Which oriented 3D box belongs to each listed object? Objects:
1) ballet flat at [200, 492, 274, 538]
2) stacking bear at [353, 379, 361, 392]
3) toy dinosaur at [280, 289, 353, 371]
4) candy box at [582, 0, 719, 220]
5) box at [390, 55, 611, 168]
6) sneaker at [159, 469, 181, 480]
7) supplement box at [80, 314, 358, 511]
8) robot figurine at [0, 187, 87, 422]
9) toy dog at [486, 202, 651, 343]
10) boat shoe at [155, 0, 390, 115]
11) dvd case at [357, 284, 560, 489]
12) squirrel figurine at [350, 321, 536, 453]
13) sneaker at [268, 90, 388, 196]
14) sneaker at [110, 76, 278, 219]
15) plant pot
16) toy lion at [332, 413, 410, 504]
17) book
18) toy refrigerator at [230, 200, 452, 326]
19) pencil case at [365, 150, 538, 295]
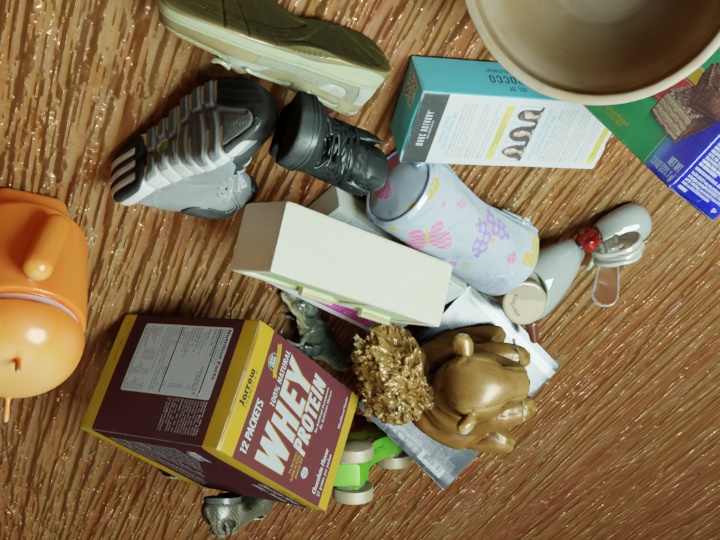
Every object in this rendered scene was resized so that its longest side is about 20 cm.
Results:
[{"bbox_3d":[-0.147,0.290,1.096,0.066,0.047,0.200,-2,168,4],"label":"ballet flat"},{"bbox_3d":[0.092,0.128,1.122,0.198,0.115,0.122,8,139,-18],"label":"stacking bear"},{"bbox_3d":[-0.064,0.090,1.076,0.087,0.048,0.200,-25,145,6],"label":"toy dinosaur"},{"bbox_3d":[0.273,-0.172,0.696,0.077,0.170,0.200,23,116,-40],"label":"candy box"},{"bbox_3d":[0.133,-0.140,0.829,0.197,0.050,0.083,1,140,-17],"label":"box"},{"bbox_3d":[-0.180,0.248,1.156,0.199,0.077,0.089,5,150,45],"label":"sneaker"},{"bbox_3d":[-0.146,0.152,0.989,0.198,0.134,0.197,1,152,35],"label":"supplement box"},{"bbox_3d":[-0.294,0.022,0.790,0.142,0.202,0.117,-21,143,12],"label":"robot figurine"},{"bbox_3d":[0.231,0.013,1.005,0.198,0.132,0.097,-19,114,23],"label":"toy dog"},{"bbox_3d":[-0.070,-0.170,0.718,0.199,0.074,0.063,7,136,-36],"label":"boat shoe"},{"bbox_3d":[0.114,0.131,1.064,0.149,0.016,0.200,44,90,-8],"label":"dvd case"},{"bbox_3d":[0.086,0.122,0.952,0.197,0.144,0.187,4,175,0],"label":"squirrel figurine"},{"bbox_3d":[-0.018,-0.100,0.757,0.103,0.200,0.061,19,94,-12],"label":"sneaker"},{"bbox_3d":[-0.117,-0.097,0.792,0.199,0.076,0.115,-17,156,38],"label":"sneaker"},{"bbox_3d":[0.177,-0.226,0.664,0.198,0.093,0.204,5,107,15],"label":"plant pot"},{"bbox_3d":[-0.044,0.213,1.130,0.189,0.070,0.200,3,-172,23],"label":"toy lion"},{"bbox_3d":[0.000,0.000,0.977,0.133,0.048,0.199,-35,135,29],"label":"book"},{"bbox_3d":[-0.015,0.000,0.854,0.199,0.071,0.076,19,170,-36],"label":"toy refrigerator"},{"bbox_3d":[0.096,-0.046,0.913,0.090,0.084,0.199,-36,137,28],"label":"pencil case"}]
